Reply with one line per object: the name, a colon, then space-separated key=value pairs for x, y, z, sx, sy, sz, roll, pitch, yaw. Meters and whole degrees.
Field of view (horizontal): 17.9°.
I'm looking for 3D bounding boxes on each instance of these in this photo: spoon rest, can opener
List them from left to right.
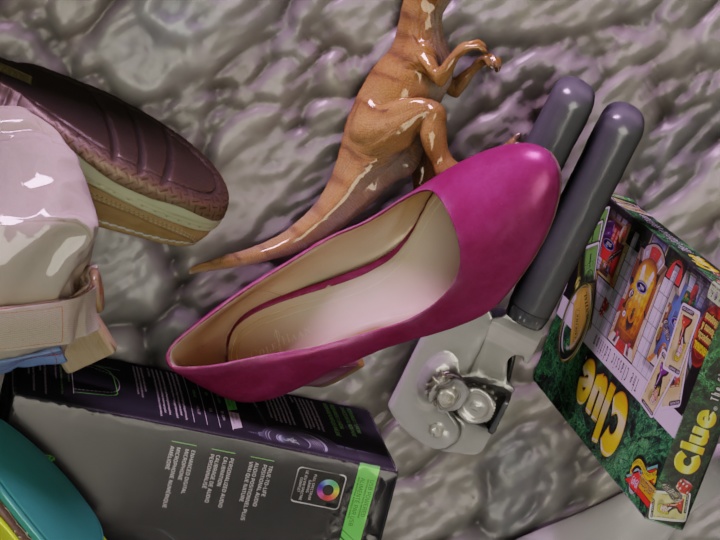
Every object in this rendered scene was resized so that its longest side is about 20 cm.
can opener: x=0.072 y=0.000 z=1.089 sx=0.052 sy=0.067 sz=0.201 roll=25 pitch=114 yaw=0
spoon rest: x=0.125 y=0.156 z=1.164 sx=0.200 sy=0.061 sz=0.099 roll=-39 pitch=106 yaw=16

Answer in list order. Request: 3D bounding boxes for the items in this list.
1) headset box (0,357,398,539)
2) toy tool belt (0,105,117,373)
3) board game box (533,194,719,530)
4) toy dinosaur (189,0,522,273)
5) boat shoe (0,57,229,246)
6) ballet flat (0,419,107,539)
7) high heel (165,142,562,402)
headset box: x=-0.089 y=0.145 z=1.100 sx=0.199 sy=0.093 sz=0.175 roll=13 pitch=102 yaw=-12
toy tool belt: x=-0.209 y=0.013 z=0.998 sx=0.199 sy=0.125 sz=0.123 roll=-8 pitch=134 yaw=-8
board game box: x=0.128 y=0.035 z=1.051 sx=0.023 sy=0.200 sz=0.105 roll=14 pitch=101 yaw=-13
toy dinosaur: x=0.013 y=-0.059 z=1.092 sx=0.106 sy=0.060 sz=0.201 roll=30 pitch=88 yaw=-2
boat shoe: x=-0.161 y=-0.053 z=1.060 sx=0.199 sy=0.072 sz=0.076 roll=26 pitch=112 yaw=-6
ballet flat: x=-0.126 y=0.145 z=1.014 sx=0.067 sy=0.067 sz=0.200 roll=-42 pitch=109 yaw=18
high heel: x=0.000 y=0.000 z=1.041 sx=0.096 sy=0.200 sz=0.068 roll=3 pitch=63 yaw=-47
